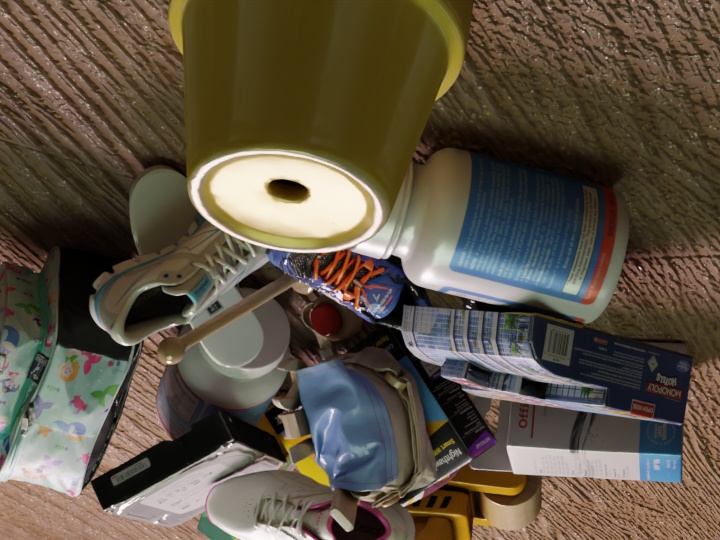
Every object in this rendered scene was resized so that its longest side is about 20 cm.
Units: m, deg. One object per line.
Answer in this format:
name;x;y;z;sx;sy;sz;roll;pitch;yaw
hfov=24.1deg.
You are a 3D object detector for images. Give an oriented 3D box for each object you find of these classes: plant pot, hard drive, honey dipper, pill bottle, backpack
plant pot;-0.033;-0.124;1.092;0.200;0.189;0.201;6;151;3
hard drive;-0.157;0.192;1.601;0.139;0.038;0.200;-29;164;4
honey dipper;-0.090;0.028;1.407;0.038;0.200;0.038;27;133;33
pill bottle;-0.129;0.094;1.608;0.108;0.109;0.200;14;151;-11
pill bottle;0.097;-0.032;1.308;0.199;0.113;0.112;14;152;-10
backpack;-0.279;0.097;1.518;0.150;0.178;0.200;9;115;-15

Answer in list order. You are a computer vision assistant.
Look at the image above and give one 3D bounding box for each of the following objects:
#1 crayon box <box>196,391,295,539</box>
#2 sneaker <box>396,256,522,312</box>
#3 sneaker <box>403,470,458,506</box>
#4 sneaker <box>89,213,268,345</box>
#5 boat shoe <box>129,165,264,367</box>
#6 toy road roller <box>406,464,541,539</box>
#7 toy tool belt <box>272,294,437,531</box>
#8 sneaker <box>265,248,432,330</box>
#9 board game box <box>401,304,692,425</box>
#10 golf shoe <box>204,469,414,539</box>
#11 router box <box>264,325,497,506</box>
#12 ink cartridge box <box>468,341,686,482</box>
crayon box;-0.108;0.211;1.797;0.052;0.126;0.200;35;151;5
sneaker;0.098;0.004;1.430;0.199;0.060;0.104;11;149;-11
sneaker;0.034;0.211;1.719;0.200;0.075;0.090;-40;170;6
sneaker;-0.125;0.000;1.369;0.200;0.087;0.075;-37;114;-2
boat shoe;-0.147;-0.007;1.444;0.071;0.064;0.200;-26;119;-7
toy road roller;0.094;0.268;1.831;0.199;0.146;0.123;4;152;9
toy tool belt;-0.016;0.121;1.502;0.125;0.200;0.123;-21;-179;40
sneaker;0.000;0.000;1.392;0.075;0.078;0.200;-52;143;13
board game box;0.135;0.077;1.409;0.200;0.062;0.200;15;171;-39
golf shoe;-0.050;0.224;1.556;0.199;0.076;0.092;7;170;9
router box;0.016;0.149;1.605;0.051;0.149;0.200;-26;170;-49
ink cartridge box;0.201;0.128;1.574;0.199;0.116;0.068;1;151;11
